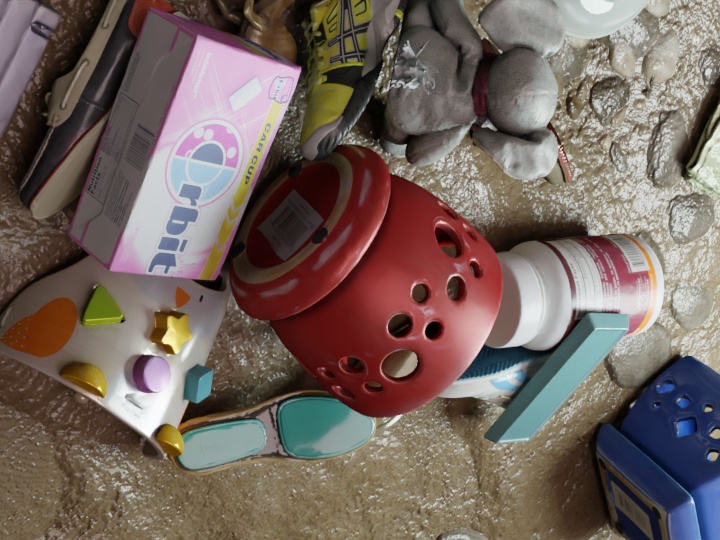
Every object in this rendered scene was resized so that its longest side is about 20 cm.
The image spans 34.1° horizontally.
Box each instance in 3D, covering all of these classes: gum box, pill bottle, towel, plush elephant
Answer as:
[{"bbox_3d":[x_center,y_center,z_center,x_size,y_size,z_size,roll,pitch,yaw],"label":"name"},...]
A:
[{"bbox_3d":[-0.139,-0.088,0.918,0.113,0.066,0.202,8,111,-50],"label":"gum box"},{"bbox_3d":[0.215,0.023,1.246,0.198,0.114,0.116,-6,113,-32],"label":"pill bottle"},{"bbox_3d":[0.473,-0.143,1.399,0.199,0.036,0.150,20,99,-38],"label":"towel"},{"bbox_3d":[0.103,-0.162,1.019,0.153,0.200,0.167,12,100,0],"label":"plush elephant"}]

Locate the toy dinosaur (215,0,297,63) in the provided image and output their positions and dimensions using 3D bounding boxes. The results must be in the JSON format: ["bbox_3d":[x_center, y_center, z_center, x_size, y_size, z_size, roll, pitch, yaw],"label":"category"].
[{"bbox_3d":[-0.100,-0.174,0.984,0.100,0.058,0.202,13,102,-38],"label":"toy dinosaur"}]

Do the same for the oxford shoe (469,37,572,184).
[{"bbox_3d":[0.146,-0.144,1.170,0.074,0.071,0.200,-34,129,14],"label":"oxford shoe"}]

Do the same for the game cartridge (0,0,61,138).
[{"bbox_3d":[-0.323,-0.132,0.867,0.129,0.038,0.202,26,94,-35],"label":"game cartridge"}]

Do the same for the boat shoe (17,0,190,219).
[{"bbox_3d":[-0.213,-0.134,0.924,0.062,0.071,0.201,35,92,4],"label":"boat shoe"}]

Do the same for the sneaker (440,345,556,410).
[{"bbox_3d":[0.152,0.115,1.270,0.198,0.077,0.082,-8,122,-27],"label":"sneaker"}]

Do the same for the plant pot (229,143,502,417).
[{"bbox_3d":[0.000,0.000,1.040,0.201,0.200,0.182,-50,123,-5],"label":"plant pot"}]

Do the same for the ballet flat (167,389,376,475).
[{"bbox_3d":[-0.086,0.148,1.109,0.197,0.063,0.070,-4,92,-14],"label":"ballet flat"}]

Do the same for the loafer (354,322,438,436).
[{"bbox_3d":[0.032,0.097,1.185,0.199,0.076,0.068,-36,126,-28],"label":"loafer"}]

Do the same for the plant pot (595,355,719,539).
[{"bbox_3d":[0.406,0.260,1.433,0.178,0.200,0.202,-28,124,-12],"label":"plant pot"}]

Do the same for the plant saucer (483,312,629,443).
[{"bbox_3d":[0.209,0.119,1.247,0.069,0.019,0.201,3,135,-40],"label":"plant saucer"}]

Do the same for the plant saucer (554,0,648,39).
[{"bbox_3d":[0.250,-0.326,1.160,0.198,0.050,0.203,-14,116,-29],"label":"plant saucer"}]

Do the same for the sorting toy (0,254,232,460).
[{"bbox_3d":[-0.183,0.045,1.015,0.200,0.106,0.181,44,64,-38],"label":"sorting toy"}]

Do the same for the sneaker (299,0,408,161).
[{"bbox_3d":[-0.021,-0.184,1.005,0.076,0.075,0.202,25,65,-14],"label":"sneaker"}]
